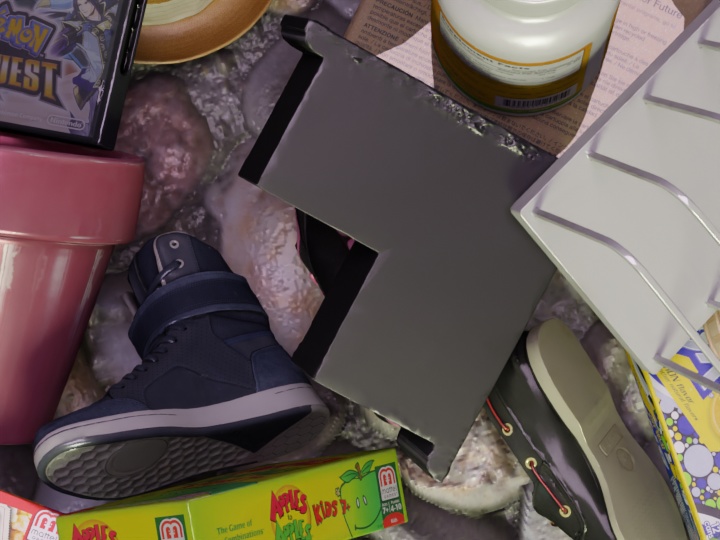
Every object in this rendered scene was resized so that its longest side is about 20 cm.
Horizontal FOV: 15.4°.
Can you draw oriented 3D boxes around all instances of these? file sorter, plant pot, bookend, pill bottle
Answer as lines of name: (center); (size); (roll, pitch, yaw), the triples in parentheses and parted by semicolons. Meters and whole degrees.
file sorter: (0.217, -0.046, 1.495); (0.200, 0.124, 0.139); (-45, 114, -7)
plant pot: (-0.240, 0.005, 1.609); (0.199, 0.200, 0.180); (9, 95, 3)
bookend: (0.003, -0.014, 1.553); (0.198, 0.092, 0.201); (27, 91, -13)
pill bottle: (0.096, -0.166, 1.538); (0.110, 0.200, 0.112); (0, 79, 1)

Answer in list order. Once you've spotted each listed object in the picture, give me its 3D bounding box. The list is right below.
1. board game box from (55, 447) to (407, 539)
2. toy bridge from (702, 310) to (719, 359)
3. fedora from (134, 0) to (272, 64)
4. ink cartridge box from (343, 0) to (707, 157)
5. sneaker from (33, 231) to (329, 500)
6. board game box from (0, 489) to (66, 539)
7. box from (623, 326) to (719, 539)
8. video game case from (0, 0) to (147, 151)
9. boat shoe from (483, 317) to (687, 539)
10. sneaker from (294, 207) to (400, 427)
board game box: (-0.072, 0.145, 1.549); (0.101, 0.200, 0.048); (-11, 89, 36)
toy bridge: (0.236, 0.019, 1.602); (0.067, 0.027, 0.201); (1, 71, -29)
fedora: (-0.131, -0.234, 1.682); (0.199, 0.082, 0.202); (1, 74, -5)
ink cartridge box: (0.094, -0.133, 1.671); (0.199, 0.075, 0.165); (26, 80, 7)
sneaker: (-0.132, 0.055, 1.601); (0.202, 0.077, 0.147); (-8, 59, -41)
board game box: (-0.258, 0.142, 1.592); (0.199, 0.152, 0.047); (20, 81, 5)
box: (0.206, 0.068, 1.636); (0.070, 0.064, 0.201); (-18, 80, -2)
video game case: (-0.222, -0.179, 1.636); (0.199, 0.025, 0.182); (11, 86, 23)
boat shoe: (0.140, 0.130, 1.630); (0.063, 0.074, 0.202); (-30, 90, 32)
sneaker: (0.000, 0.000, 1.656); (0.079, 0.095, 0.201); (-19, 100, -36)
